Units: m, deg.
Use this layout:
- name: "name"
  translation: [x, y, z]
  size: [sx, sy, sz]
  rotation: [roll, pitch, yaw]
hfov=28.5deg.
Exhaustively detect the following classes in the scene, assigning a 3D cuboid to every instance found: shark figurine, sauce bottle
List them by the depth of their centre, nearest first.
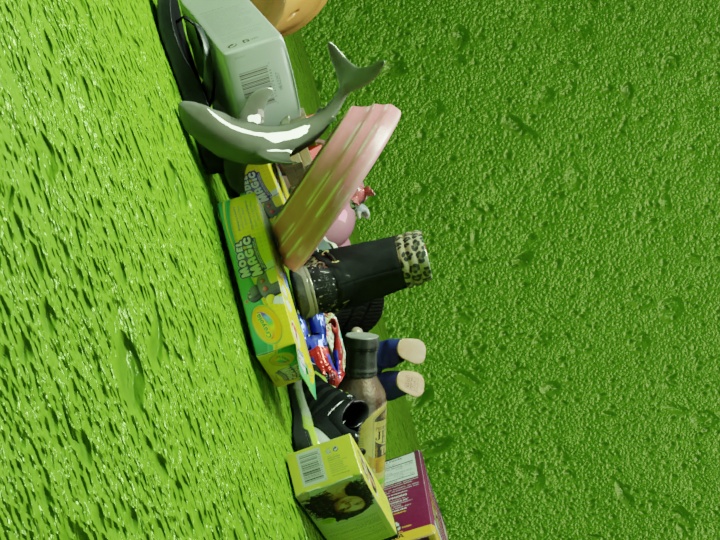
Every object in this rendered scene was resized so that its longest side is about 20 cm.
- name: "shark figurine"
  translation: [-0.071, -0.142, 1.466]
  size: [0.089, 0.214, 0.129]
  rotation: [41, -32, 54]
- name: "sauce bottle"
  translation: [-0.001, 0.173, 1.641]
  size: [0.065, 0.064, 0.201]
  rotation: [-86, 178, -80]

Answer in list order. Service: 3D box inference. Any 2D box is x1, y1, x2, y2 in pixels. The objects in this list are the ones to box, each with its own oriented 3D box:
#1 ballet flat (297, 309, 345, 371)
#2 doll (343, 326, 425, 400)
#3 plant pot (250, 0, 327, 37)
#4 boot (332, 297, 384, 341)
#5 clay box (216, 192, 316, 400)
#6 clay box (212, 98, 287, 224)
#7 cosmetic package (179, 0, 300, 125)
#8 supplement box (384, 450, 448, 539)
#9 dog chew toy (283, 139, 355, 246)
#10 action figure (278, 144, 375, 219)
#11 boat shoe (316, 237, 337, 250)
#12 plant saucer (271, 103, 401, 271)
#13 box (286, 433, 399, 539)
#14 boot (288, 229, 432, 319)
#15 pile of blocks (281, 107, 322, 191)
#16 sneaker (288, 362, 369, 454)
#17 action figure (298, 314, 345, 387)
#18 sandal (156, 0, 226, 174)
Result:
- name: "ballet flat"
  translation: [-0.046, 0.132, 1.738]
  size: [0.064, 0.076, 0.201]
  rotation: [11, 51, -50]
- name: "doll"
  translation: [0.003, 0.137, 1.772]
  size: [0.200, 0.048, 0.137]
  rotation: [-16, -112, 54]
- name: "plant pot"
  translation: [-0.140, -0.368, 1.765]
  size: [0.140, 0.199, 0.201]
  rotation: [-67, 142, -58]
- name: "boot"
  translation: [-0.039, 0.031, 1.867]
  size: [0.200, 0.077, 0.139]
  rotation: [-60, -138, 48]
- name: "clay box"
  translation: [-0.095, 0.034, 1.470]
  size: [0.115, 0.047, 0.201]
  rotation: [69, 5, -68]
- name: "clay box"
  translation: [-0.118, -0.105, 1.663]
  size: [0.115, 0.047, 0.201]
  rotation: [-106, 177, -52]
- name: "cosmetic package"
  translation: [-0.135, -0.237, 1.567]
  size: [0.200, 0.074, 0.102]
  rotation: [-124, -161, -55]
- name: "supplement box"
  translation: [0.057, 0.348, 1.840]
  size: [0.200, 0.103, 0.132]
  rotation: [-97, 168, -67]
- name: "dog chew toy"
  translation: [-0.062, -0.083, 2.035]
  size: [0.125, 0.124, 0.201]
  rotation: [-101, 180, -63]
- name: "action figure"
  translation: [-0.052, -0.138, 1.808]
  size: [0.199, 0.134, 0.150]
  rotation: [25, -65, 36]
- name: "boat shoe"
  translation: [-0.074, -0.023, 1.814]
  size: [0.200, 0.061, 0.073]
  rotation: [-115, -141, -48]
- name: "plant saucer"
  translation: [-0.032, -0.094, 1.471]
  size: [0.051, 0.201, 0.201]
  rotation: [34, 8, -5]
- name: "box"
  translation: [-0.017, 0.239, 1.488]
  size: [0.200, 0.075, 0.050]
  rotation: [64, 7, -59]
- name: "boot"
  translation: [0.000, 0.002, 1.578]
  size: [0.204, 0.153, 0.074]
  rotation: [-97, 172, -85]
- name: "pile of blocks"
  translation: [-0.075, -0.170, 1.682]
  size: [0.200, 0.062, 0.082]
  rotation: [-111, 180, -59]
- name: "sneaker"
  translation: [-0.029, 0.164, 1.570]
  size: [0.200, 0.082, 0.072]
  rotation: [-101, 173, -62]
- name: "action figure"
  translation: [-0.058, 0.079, 1.696]
  size: [0.052, 0.065, 0.201]
  rotation: [134, -59, -63]
- name: "sandal"
  translation: [-0.170, -0.204, 1.508]
  size: [0.076, 0.043, 0.201]
  rotation: [-85, 157, -81]
